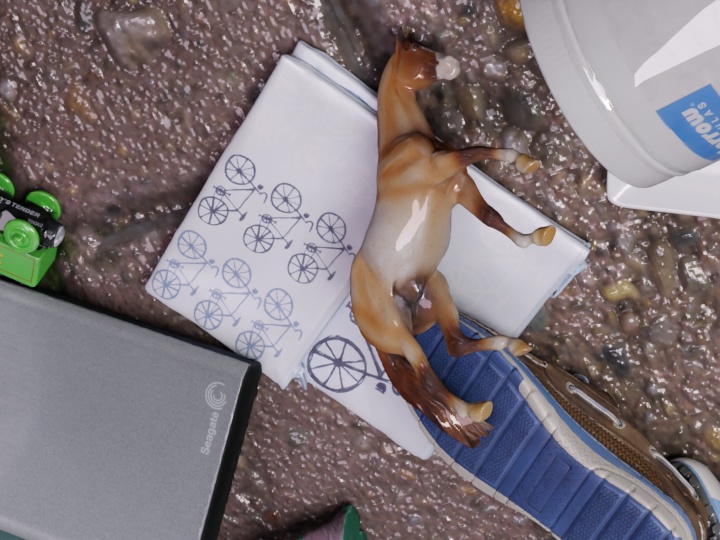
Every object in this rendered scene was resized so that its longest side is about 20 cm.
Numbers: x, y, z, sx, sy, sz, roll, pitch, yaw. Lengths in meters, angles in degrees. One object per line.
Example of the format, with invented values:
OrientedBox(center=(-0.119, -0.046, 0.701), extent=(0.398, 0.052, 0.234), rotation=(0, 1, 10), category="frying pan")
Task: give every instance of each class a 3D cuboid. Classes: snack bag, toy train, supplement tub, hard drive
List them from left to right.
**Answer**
OrientedBox(center=(-0.264, -0.048, 1.164), extent=(0.199, 0.042, 0.057), rotation=(23, 133, 6), category="toy train")
OrientedBox(center=(-0.165, 0.091, 1.166), extent=(0.198, 0.033, 0.141), rotation=(17, 96, 17), category="hard drive")
OrientedBox(center=(0.000, 0.000, 1.109), extent=(0.199, 0.021, 0.189), rotation=(35, 122, -2), category="snack bag")
OrientedBox(center=(0.184, -0.133, 0.881), extent=(0.199, 0.132, 0.132), rotation=(-27, 106, 29), category="supplement tub")

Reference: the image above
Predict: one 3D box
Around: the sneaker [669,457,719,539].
OrientedBox(center=(0.225, 0.188, 1.117), extent=(0.201, 0.072, 0.072), rotation=(59, 148, -3), category="sneaker")

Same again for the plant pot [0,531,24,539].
OrientedBox(center=(-0.275, 0.259, 1.242), extent=(0.198, 0.196, 0.202), rotation=(8, 121, 14), category="plant pot")

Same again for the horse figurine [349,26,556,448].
OrientedBox(center=(0.038, -0.008, 1.021), extent=(0.132, 0.050, 0.202), rotation=(29, 120, 42), category="horse figurine")

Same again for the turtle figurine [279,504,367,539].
OrientedBox(center=(-0.090, 0.205, 1.212), extent=(0.198, 0.101, 0.151), rotation=(-9, 115, 17), category="turtle figurine")

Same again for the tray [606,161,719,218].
OrientedBox(center=(0.178, -0.119, 0.981), extent=(0.106, 0.022, 0.202), rotation=(7, 119, 14), category="tray")

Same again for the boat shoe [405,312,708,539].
OrientedBox(center=(0.102, 0.091, 1.079), extent=(0.200, 0.072, 0.072), rotation=(44, 121, 13), category="boat shoe")
